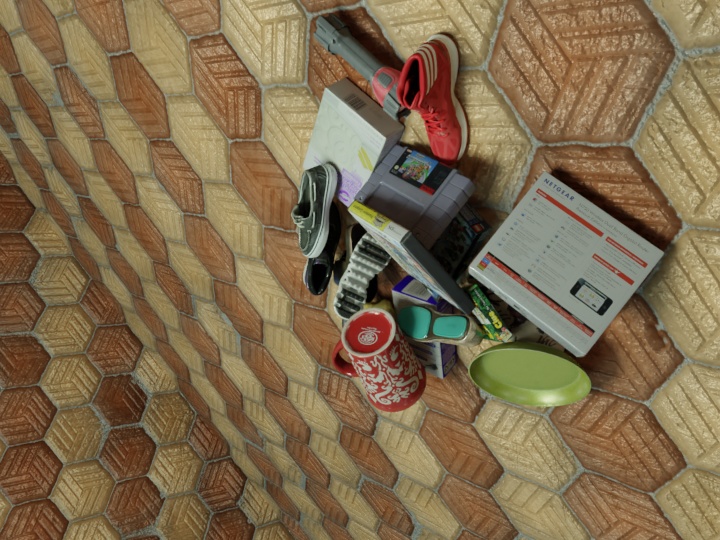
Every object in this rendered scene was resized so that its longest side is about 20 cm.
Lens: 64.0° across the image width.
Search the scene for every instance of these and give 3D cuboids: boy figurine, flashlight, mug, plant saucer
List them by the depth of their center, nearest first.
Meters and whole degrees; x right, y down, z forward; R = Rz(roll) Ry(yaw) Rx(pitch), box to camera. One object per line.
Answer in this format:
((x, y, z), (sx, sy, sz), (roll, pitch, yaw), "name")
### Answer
((0.011, -0.330, 0.930), (0.200, 0.068, 0.068), (46, 143, 14), "flashlight")
((0.284, 0.172, 0.972), (0.198, 0.031, 0.201), (12, 145, 9), "plant saucer")
((0.024, 0.180, 1.128), (0.201, 0.176, 0.134), (64, -170, -48), "mug")
((0.029, 0.102, 1.254), (0.123, 0.065, 0.200), (15, 168, -20), "boy figurine")

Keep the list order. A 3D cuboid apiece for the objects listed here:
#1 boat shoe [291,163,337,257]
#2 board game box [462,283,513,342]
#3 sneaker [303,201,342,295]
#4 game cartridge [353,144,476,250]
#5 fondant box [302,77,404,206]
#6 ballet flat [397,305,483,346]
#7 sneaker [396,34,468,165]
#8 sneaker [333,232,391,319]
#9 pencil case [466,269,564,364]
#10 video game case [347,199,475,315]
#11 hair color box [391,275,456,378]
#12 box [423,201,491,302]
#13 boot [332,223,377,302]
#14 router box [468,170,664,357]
((-0.101, -0.112, 1.104), (0.072, 0.070, 0.201), (44, 133, 41), "boat shoe")
((0.208, 0.076, 1.015), (0.105, 0.023, 0.200), (53, 178, 5), "board game box")
((-0.074, -0.046, 1.200), (0.088, 0.075, 0.202), (-122, 37, -74), "sneaker")
((0.082, -0.128, 0.938), (0.038, 0.130, 0.200), (32, -175, -43), "game cartridge")
((-0.019, -0.225, 1.058), (0.144, 0.058, 0.200), (42, 145, 11), "fondant box")
((0.148, 0.109, 1.064), (0.067, 0.069, 0.199), (24, 173, -32), "ballet flat")
((0.099, -0.237, 0.868), (0.078, 0.115, 0.201), (13, 130, 40), "sneaker")
((0.000, 0.000, 1.147), (0.075, 0.201, 0.081), (31, 175, -11), "sneaker")
((0.265, 0.069, 0.995), (0.201, 0.078, 0.089), (54, 144, -6), "pencil case")
((0.082, -0.023, 0.944), (0.200, 0.026, 0.181), (45, 176, -35), "video game case")
((0.135, 0.118, 1.194), (0.109, 0.065, 0.201), (19, 132, 35), "hair color box")
((0.140, -0.055, 1.024), (0.137, 0.040, 0.201), (54, 148, 25), "box")
((-0.028, -0.021, 1.236), (0.096, 0.075, 0.201), (18, 136, 32), "boot")
((0.286, -0.010, 0.819), (0.200, 0.180, 0.049), (40, 178, 15), "router box")
